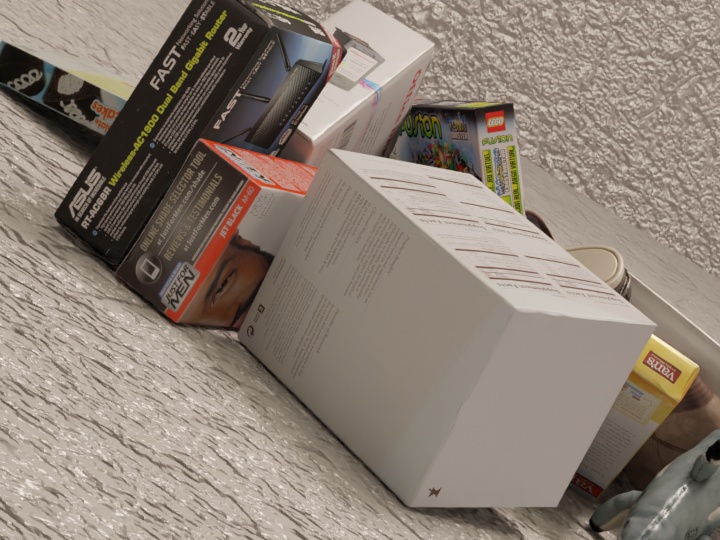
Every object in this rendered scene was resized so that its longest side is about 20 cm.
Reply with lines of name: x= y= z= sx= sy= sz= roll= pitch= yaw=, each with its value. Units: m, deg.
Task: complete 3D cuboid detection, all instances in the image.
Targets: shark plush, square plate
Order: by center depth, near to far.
shark plush: x=0.255 y=0.151 z=1.481 sx=0.091 sy=0.200 sz=0.083 roll=50 pitch=-15 yaw=25
square plate: x=0.250 y=0.112 z=1.647 sx=0.200 sy=0.028 sz=0.198 roll=41 pitch=-28 yaw=19

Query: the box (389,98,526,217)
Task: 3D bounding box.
box: x=0.073 y=-0.081 z=1.668 sx=0.035 sy=0.110 sz=0.200 roll=-10 pitch=8 yaw=-19

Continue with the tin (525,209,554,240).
tin: x=0.111 y=0.022 z=1.692 sx=0.200 sy=0.042 sz=0.112 roll=-37 pitch=110 yaw=-56

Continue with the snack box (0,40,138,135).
snack box: x=-0.191 y=-0.130 z=1.680 sx=0.200 sy=0.037 sz=0.116 roll=27 pitch=10 yaw=27

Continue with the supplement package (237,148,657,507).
supplement package: x=0.054 y=0.040 z=1.374 sx=0.151 sy=0.152 sz=0.200 roll=7 pitch=27 yaw=-46

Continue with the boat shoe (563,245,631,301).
boat shoe: x=0.107 y=0.020 z=1.567 sx=0.067 sy=0.200 sz=0.057 roll=-73 pitch=154 yaw=-42

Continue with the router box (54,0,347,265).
router box: x=-0.107 y=-0.097 z=1.430 sx=0.062 sy=0.200 sz=0.150 roll=37 pitch=11 yaw=17

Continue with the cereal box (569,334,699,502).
cereal box: x=0.150 y=0.084 z=1.519 sx=0.144 sy=0.040 sz=0.200 roll=35 pitch=-29 yaw=5

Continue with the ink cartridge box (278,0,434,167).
ink cartridge box: x=-0.041 y=-0.105 z=1.615 sx=0.086 sy=0.148 sz=0.200 roll=33 pitch=38 yaw=11

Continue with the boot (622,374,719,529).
boot: x=0.221 y=0.142 z=1.611 sx=0.200 sy=0.070 sz=0.146 roll=-2 pitch=-62 yaw=52

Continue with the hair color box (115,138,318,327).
hair color box: x=-0.073 y=-0.020 z=1.435 sx=0.064 sy=0.111 sz=0.200 roll=37 pitch=12 yaw=22
